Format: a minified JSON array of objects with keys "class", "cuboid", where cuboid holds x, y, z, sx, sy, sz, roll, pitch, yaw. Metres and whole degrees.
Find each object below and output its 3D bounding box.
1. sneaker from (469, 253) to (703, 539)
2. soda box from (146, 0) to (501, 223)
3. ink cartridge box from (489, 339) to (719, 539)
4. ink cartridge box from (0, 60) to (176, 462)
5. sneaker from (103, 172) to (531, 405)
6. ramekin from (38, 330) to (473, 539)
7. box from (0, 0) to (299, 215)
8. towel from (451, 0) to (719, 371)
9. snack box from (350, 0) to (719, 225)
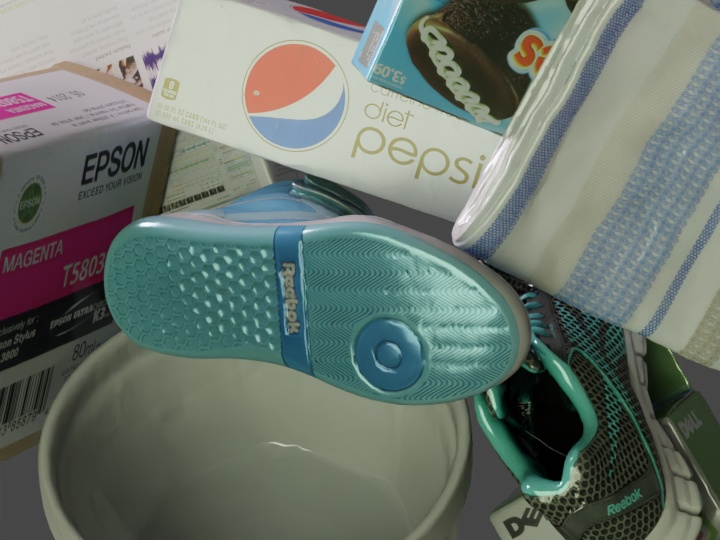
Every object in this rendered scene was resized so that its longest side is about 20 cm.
[{"class":"sneaker","cuboid":[0.084,0.045,0.936,0.078,0.091,0.200,-40,44,16]},{"class":"soda box","cuboid":[0.008,-0.074,0.981,0.199,0.064,0.068,19,103,8]},{"class":"ink cartridge box","cuboid":[0.132,0.124,0.986,0.104,0.059,0.201,-31,87,25]},{"class":"ink cartridge box","cuboid":[-0.171,0.001,0.981,0.075,0.200,0.166,20,109,18]},{"class":"sneaker","cuboid":[0.000,0.000,0.943,0.199,0.130,0.080,11,107,25]},{"class":"ramekin","cuboid":[-0.045,0.112,0.988,0.199,0.200,0.105,14,134,20]},{"class":"box","cuboid":[-0.110,-0.065,1.071,0.144,0.036,0.201,-17,91,25]},{"class":"towel","cuboid":[0.152,-0.034,0.902,0.199,0.024,0.147,25,105,-20]},{"class":"snack box","cuboid":[0.109,-0.101,0.902,0.199,0.037,0.117,20,102,-18]}]
